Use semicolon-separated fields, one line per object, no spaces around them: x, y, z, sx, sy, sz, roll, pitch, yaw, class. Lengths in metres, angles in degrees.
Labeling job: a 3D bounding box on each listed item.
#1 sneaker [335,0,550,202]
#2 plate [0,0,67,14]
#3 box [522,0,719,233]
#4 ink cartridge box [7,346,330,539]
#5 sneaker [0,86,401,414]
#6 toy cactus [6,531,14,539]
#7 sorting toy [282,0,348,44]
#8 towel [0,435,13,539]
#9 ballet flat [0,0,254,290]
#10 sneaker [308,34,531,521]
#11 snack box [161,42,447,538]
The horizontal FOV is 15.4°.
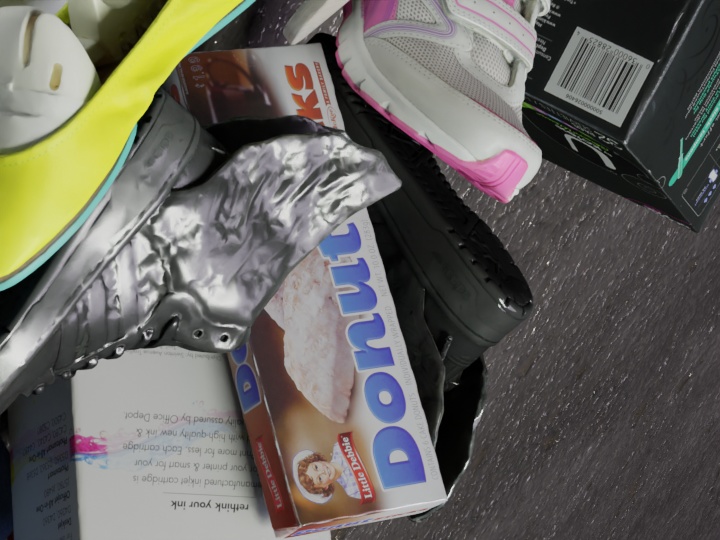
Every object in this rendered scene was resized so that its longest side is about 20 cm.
0.038;-0.113;1.122;0.088;0.200;0.081;-40;134;17;sneaker
-0.112;-0.132;0.980;0.200;0.032;0.201;-44;154;-35;plate
0.124;-0.122;1.366;0.125;0.148;0.200;-61;159;-2;box
-0.078;0.084;1.077;0.116;0.201;0.067;6;160;-31;ink cartridge box
-0.083;0.010;1.011;0.104;0.060;0.200;39;86;-31;sneaker
-0.165;0.171;1.199;0.165;0.102;0.201;-62;168;-61;toy cactus
0.014;-0.180;1.061;0.180;0.106;0.201;133;-29;-53;sorting toy
-0.218;0.130;1.049;0.200;0.048;0.112;-49;151;-26;towel
-0.099;-0.082;0.961;0.200;0.067;0.067;-52;137;-28;ballet flat
0.002;0.000;1.148;0.104;0.200;0.060;-45;150;21;sneaker
-0.025;0.005;1.081;0.072;0.201;0.024;-7;164;-32;snack box
